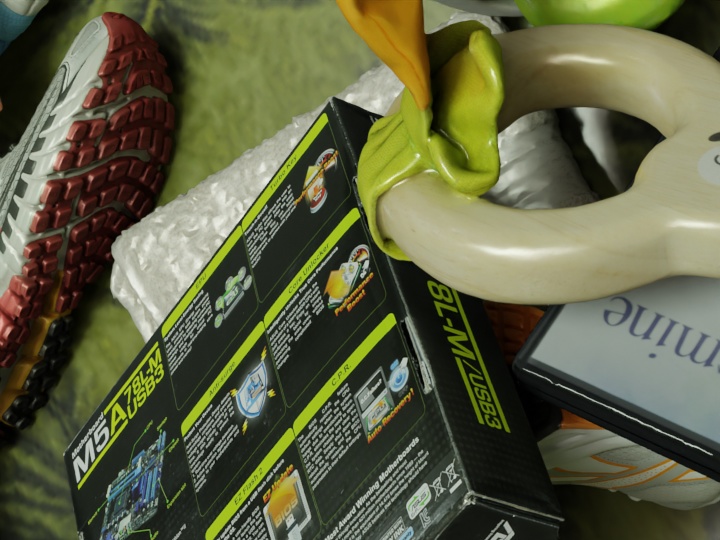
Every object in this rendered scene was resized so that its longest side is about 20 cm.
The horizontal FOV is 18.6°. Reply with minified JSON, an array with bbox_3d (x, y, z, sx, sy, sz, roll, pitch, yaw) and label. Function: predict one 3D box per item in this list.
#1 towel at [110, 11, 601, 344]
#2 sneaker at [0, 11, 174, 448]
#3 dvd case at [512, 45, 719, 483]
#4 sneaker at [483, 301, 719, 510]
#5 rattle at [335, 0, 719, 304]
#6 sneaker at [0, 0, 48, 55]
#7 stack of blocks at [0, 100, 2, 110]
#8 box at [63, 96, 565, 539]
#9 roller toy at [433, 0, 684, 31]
[{"bbox_3d":[0.000,0.000,0.855,0.200,0.034,0.133,-33,77,22],"label":"towel"},{"bbox_3d":[-0.148,-0.020,0.901,0.082,0.078,0.200,38,105,22],"label":"sneaker"},{"bbox_3d":[0.159,-0.013,0.725,0.142,0.018,0.200,24,64,23],"label":"dvd case"},{"bbox_3d":[0.086,0.058,0.783,0.199,0.092,0.076,-11,48,23],"label":"sneaker"},{"bbox_3d":[0.093,-0.065,0.678,0.199,0.130,0.144,10,118,28],"label":"rattle"},{"bbox_3d":[-0.223,-0.149,0.938,0.200,0.078,0.090,41,110,20],"label":"sneaker"},{"bbox_3d":[-0.224,-0.145,0.863,0.115,0.059,0.201,4,118,32],"label":"stack of blocks"},{"bbox_3d":[-0.027,0.075,0.766,0.200,0.047,0.194,-52,34,28],"label":"box"},{"bbox_3d":[0.040,-0.190,0.770,0.199,0.140,0.183,23,94,25],"label":"roller toy"}]
